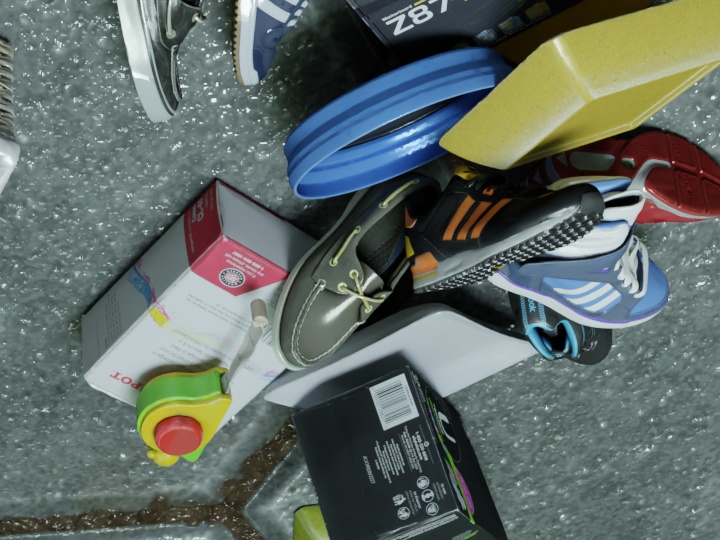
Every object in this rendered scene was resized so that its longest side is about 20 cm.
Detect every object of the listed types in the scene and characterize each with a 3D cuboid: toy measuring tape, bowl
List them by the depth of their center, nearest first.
[{"bbox_3d":[0.032,-0.117,1.312,0.200,0.039,0.201,-23,172,-4],"label":"bowl"},{"bbox_3d":[-0.144,0.096,1.418,0.073,0.074,0.200,14,129,-21],"label":"toy measuring tape"}]

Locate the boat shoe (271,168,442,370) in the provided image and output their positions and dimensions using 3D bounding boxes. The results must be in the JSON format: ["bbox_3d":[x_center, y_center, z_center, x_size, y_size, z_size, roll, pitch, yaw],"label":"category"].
[{"bbox_3d":[-0.002,-0.002,1.402,0.072,0.060,0.202,43,72,-31],"label":"boat shoe"}]

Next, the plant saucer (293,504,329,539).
[{"bbox_3d":[0.029,0.327,1.781,0.199,0.048,0.200,-3,131,-8],"label":"plant saucer"}]

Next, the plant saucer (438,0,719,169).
[{"bbox_3d":[0.187,-0.140,1.292,0.200,0.049,0.200,-19,169,-28],"label":"plant saucer"}]

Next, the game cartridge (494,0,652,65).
[{"bbox_3d":[0.143,-0.249,1.310,0.200,0.032,0.176,26,122,-26],"label":"game cartridge"}]

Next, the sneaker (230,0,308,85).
[{"bbox_3d":[-0.043,-0.227,1.265,0.108,0.070,0.200,0,128,-9],"label":"sneaker"}]

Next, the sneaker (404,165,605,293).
[{"bbox_3d":[0.102,-0.048,1.314,0.070,0.090,0.200,-8,168,-42],"label":"sneaker"}]

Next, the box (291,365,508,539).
[{"bbox_3d":[0.040,0.199,1.562,0.124,0.149,0.200,-23,156,9],"label":"box"}]

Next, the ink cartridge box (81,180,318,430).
[{"bbox_3d":[-0.131,0.038,1.471,0.147,0.086,0.200,31,121,-33],"label":"ink cartridge box"}]

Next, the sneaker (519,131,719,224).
[{"bbox_3d":[0.221,-0.067,1.474,0.200,0.079,0.116,11,151,-28],"label":"sneaker"}]

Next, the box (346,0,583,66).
[{"bbox_3d":[0.095,-0.231,1.233,0.200,0.049,0.161,-25,150,14],"label":"box"}]

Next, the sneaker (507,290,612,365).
[{"bbox_3d":[0.179,0.053,1.525,0.073,0.082,0.200,-16,150,22],"label":"sneaker"}]

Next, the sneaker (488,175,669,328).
[{"bbox_3d":[0.211,-0.018,1.392,0.200,0.081,0.146,15,152,-26],"label":"sneaker"}]

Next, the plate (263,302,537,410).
[{"bbox_3d":[0.039,0.082,1.528,0.199,0.032,0.200,-26,155,25],"label":"plate"}]

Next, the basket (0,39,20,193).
[{"bbox_3d":[-0.384,-0.098,1.252,0.200,0.161,0.198,22,124,-28],"label":"basket"}]

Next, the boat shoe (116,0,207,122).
[{"bbox_3d":[-0.150,-0.200,1.267,0.064,0.071,0.200,-8,130,-2],"label":"boat shoe"}]
